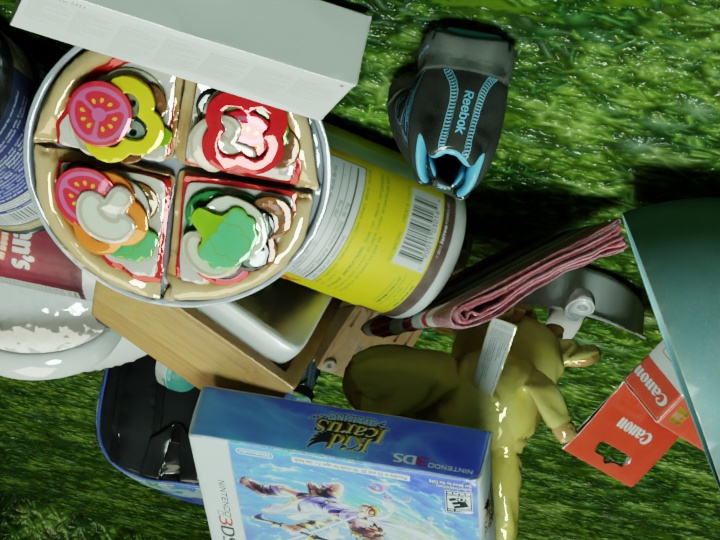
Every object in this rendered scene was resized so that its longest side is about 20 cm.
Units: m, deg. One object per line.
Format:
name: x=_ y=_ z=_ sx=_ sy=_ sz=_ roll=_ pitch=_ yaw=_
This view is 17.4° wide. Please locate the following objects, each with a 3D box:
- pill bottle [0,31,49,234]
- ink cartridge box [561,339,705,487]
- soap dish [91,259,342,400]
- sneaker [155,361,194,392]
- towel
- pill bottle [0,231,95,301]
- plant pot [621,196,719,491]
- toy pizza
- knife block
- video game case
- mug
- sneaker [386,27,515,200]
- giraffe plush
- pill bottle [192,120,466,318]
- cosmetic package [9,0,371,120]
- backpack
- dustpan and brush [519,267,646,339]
pill bottle: x=-0.261 y=-0.106 z=1.565 sx=0.111 sy=0.113 sz=0.200 roll=6 pitch=164 yaw=25
ink cartridge box: x=0.250 y=0.087 z=1.695 sx=0.109 sy=0.200 sz=0.050 roll=30 pitch=-163 yaw=-48
soap dish: x=-0.095 y=0.007 z=1.650 sx=0.157 sy=0.081 sz=0.200 roll=34 pitch=-154 yaw=-3
sneaker: x=-0.102 y=0.039 z=1.877 sx=0.080 sy=0.071 sz=0.200 roll=31 pitch=134 yaw=2
towel: x=0.091 y=0.011 z=1.667 sx=0.144 sy=0.023 sz=0.200 roll=-27 pitch=-176 yaw=-18
pill bottle: x=-0.226 y=-0.036 z=1.792 sx=0.199 sy=0.110 sz=0.110 roll=11 pitch=165 yaw=6
plant pot: x=0.266 y=0.034 z=1.537 sx=0.134 sy=0.201 sz=0.200 roll=-20 pitch=160 yaw=5
toy pizza: x=-0.118 y=-0.064 z=1.495 sx=0.199 sy=0.201 sz=0.032 roll=13 pitch=-155 yaw=-1
knife block: x=0.000 y=0.000 z=1.858 sx=0.064 sy=0.176 sz=0.201 roll=19 pitch=119 yaw=-24
video game case: x=-0.008 y=0.161 z=1.609 sx=0.199 sy=0.046 sz=0.182 roll=8 pitch=144 yaw=11
mug: x=-0.244 y=0.025 z=1.889 sx=0.174 sy=0.200 sz=0.148 roll=2 pitch=120 yaw=4
sneaker: x=0.048 y=-0.082 z=1.448 sx=0.073 sy=0.082 sz=0.200 roll=11 pitch=166 yaw=1
giraffe plush: x=0.086 y=0.090 z=1.714 sx=0.172 sy=0.200 sz=0.162 roll=38 pitch=-153 yaw=5
pill bottle: x=-0.035 y=-0.046 z=1.594 sx=0.199 sy=0.110 sz=0.109 roll=21 pitch=163 yaw=-26
cosmetic package: x=-0.101 y=-0.149 z=1.392 sx=0.199 sy=0.051 sz=0.083 roll=17 pitch=167 yaw=-13
backpack: x=-0.125 y=0.099 z=2.023 sx=0.182 sy=0.201 sz=0.147 roll=8 pitch=164 yaw=15
dustpan and brush: x=0.159 y=0.026 z=1.783 sx=0.139 sy=0.058 sz=0.200 roll=13 pitch=164 yaw=0
